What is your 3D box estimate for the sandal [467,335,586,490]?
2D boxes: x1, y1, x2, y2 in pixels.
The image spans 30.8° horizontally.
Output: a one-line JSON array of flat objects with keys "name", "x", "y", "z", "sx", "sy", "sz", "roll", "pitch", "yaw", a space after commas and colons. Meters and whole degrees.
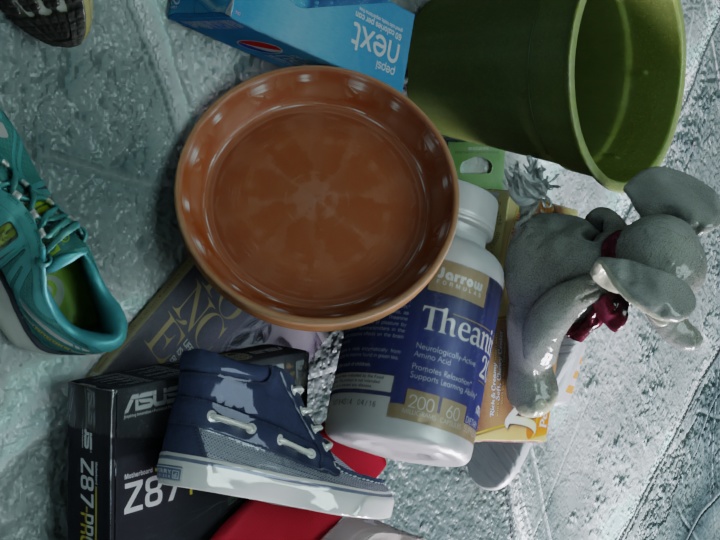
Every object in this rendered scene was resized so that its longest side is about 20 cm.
[{"name": "sandal", "x": 0.165, "y": 0.120, "z": 1.272, "sx": 0.059, "sy": 0.079, "sz": 0.207, "roll": 36, "pitch": 76, "yaw": -49}]

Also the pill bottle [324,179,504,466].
[{"name": "pill bottle", "x": 0.046, "y": 0.037, "z": 0.971, "sx": 0.111, "sy": 0.111, "sz": 0.201, "roll": 30, "pitch": 67, "yaw": -50}]

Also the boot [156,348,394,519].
[{"name": "boot", "x": -0.046, "y": 0.115, "z": 0.890, "sx": 0.200, "sy": 0.073, "sz": 0.091, "roll": 21, "pitch": 74, "yaw": -45}]

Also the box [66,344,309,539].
[{"name": "box", "x": -0.116, "y": 0.143, "z": 0.911, "sx": 0.200, "sy": 0.049, "sz": 0.162, "roll": -6, "pitch": 99, "yaw": -53}]

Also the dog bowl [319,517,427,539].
[{"name": "dog bowl", "x": -0.025, "y": 0.276, "z": 1.006, "sx": 0.200, "sy": 0.059, "sz": 0.200, "roll": -50, "pitch": 160, "yaw": -25}]

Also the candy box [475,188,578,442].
[{"name": "candy box", "x": 0.117, "y": 0.039, "z": 1.074, "sx": 0.115, "sy": 0.055, "sz": 0.201, "roll": 10, "pitch": 89, "yaw": -51}]

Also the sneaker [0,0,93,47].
[{"name": "sneaker", "x": -0.185, "y": -0.234, "z": 0.772, "sx": 0.089, "sy": 0.077, "sz": 0.201, "roll": -43, "pitch": 130, "yaw": -49}]

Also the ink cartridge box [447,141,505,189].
[{"name": "ink cartridge box", "x": 0.127, "y": -0.017, "z": 1.206, "sx": 0.104, "sy": 0.059, "sz": 0.201, "roll": -8, "pitch": 102, "yaw": -51}]

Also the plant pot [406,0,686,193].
[{"name": "plant pot", "x": 0.144, "y": -0.171, "z": 1.098, "sx": 0.200, "sy": 0.189, "sz": 0.201, "roll": -11, "pitch": 104, "yaw": -51}]

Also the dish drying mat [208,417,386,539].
[{"name": "dish drying mat", "x": -0.047, "y": 0.173, "z": 0.957, "sx": 0.200, "sy": 0.018, "sz": 0.077, "roll": -42, "pitch": 127, "yaw": -43}]

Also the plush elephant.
[{"name": "plush elephant", "x": 0.197, "y": 0.006, "z": 0.985, "sx": 0.165, "sy": 0.154, "sz": 0.201, "roll": -50, "pitch": 138, "yaw": -35}]

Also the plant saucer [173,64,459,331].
[{"name": "plant saucer", "x": -0.031, "y": -0.051, "z": 0.920, "sx": 0.201, "sy": 0.200, "sz": 0.032, "roll": -63, "pitch": 175, "yaw": -23}]

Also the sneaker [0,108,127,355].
[{"name": "sneaker", "x": -0.198, "y": -0.030, "z": 0.778, "sx": 0.078, "sy": 0.079, "sz": 0.201, "roll": -51, "pitch": 131, "yaw": -33}]

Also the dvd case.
[{"name": "dvd case", "x": -0.103, "y": 0.059, "z": 0.964, "sx": 0.200, "sy": 0.016, "sz": 0.149, "roll": -53, "pitch": 133, "yaw": -32}]

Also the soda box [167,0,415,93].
[{"name": "soda box", "x": -0.045, "y": -0.187, "z": 0.958, "sx": 0.200, "sy": 0.064, "sz": 0.068, "roll": 15, "pitch": 84, "yaw": -52}]
